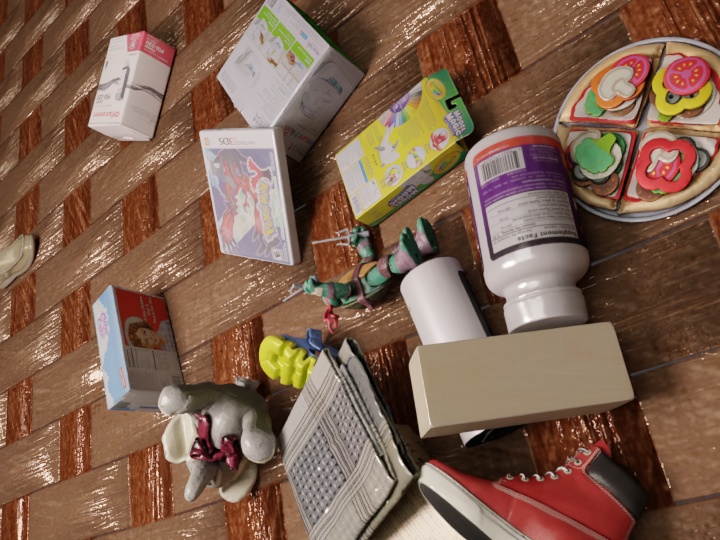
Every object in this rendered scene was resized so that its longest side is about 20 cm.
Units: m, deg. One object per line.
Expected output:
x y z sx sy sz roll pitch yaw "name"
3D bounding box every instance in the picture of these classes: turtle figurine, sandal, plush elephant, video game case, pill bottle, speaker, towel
0.000 0.000 0.796 0.197 0.102 0.151 -24 24 30 "turtle figurine"
-0.036 0.136 0.798 0.198 0.087 0.081 35 125 20 "sandal"
-0.199 0.240 0.839 0.161 0.200 0.158 24 94 1 "plush elephant"
-0.174 -0.117 0.948 0.179 0.023 0.205 9 114 40 "video game case"
0.179 -0.038 0.650 0.110 0.110 0.205 -19 67 33 "pill bottle"
0.114 0.090 0.688 0.081 0.080 0.203 -36 58 25 "speaker"
-0.029 0.206 0.687 0.202 0.034 0.194 -58 40 27 "towel"

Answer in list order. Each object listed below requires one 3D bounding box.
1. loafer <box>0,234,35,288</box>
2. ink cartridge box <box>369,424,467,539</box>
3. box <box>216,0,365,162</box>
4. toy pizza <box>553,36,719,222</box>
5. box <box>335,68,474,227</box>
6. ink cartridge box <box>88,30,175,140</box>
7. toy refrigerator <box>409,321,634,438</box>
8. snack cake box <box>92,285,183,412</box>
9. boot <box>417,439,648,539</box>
-0.876 -0.022 1.515 0.199 0.068 0.077 -38 57 24 "loafer"
0.052 0.304 0.684 0.200 0.074 0.167 45 107 36 "ink cartridge box"
-0.119 -0.310 0.970 0.177 0.096 0.201 -50 54 17 "box"
0.294 -0.152 0.640 0.197 0.031 0.206 -11 71 36 "toy pizza"
0.061 -0.164 0.820 0.198 0.048 0.120 -36 58 29 "box"
-0.485 -0.386 1.291 0.143 0.084 0.206 9 85 39 "ink cartridge box"
0.151 0.108 0.594 0.194 0.070 0.078 -7 67 -6 "toy refrigerator"
-0.383 0.136 1.050 0.067 0.114 0.203 -37 57 24 "snack cake box"
0.165 0.207 0.590 0.197 0.073 0.145 26 63 23 "boot"
